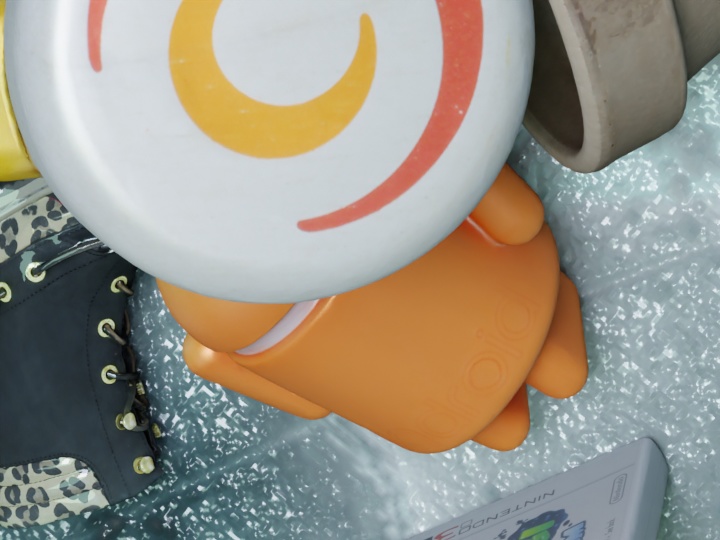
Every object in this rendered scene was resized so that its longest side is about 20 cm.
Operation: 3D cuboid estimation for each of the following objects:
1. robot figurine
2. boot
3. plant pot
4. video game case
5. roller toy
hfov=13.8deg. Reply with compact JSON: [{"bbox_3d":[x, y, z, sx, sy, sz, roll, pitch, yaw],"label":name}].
[{"bbox_3d":[0.001,-0.001,1.211,0.199,0.144,0.117,27,74,-25],"label":"robot figurine"},{"bbox_3d":[-0.106,0.015,1.296,0.203,0.074,0.154,-19,106,11],"label":"boot"},{"bbox_3d":[0.115,-0.162,1.129,0.174,0.200,0.201,-26,96,-5],"label":"plant pot"},{"bbox_3d":[0.034,0.150,1.217,0.181,0.200,0.024,-25,106,19],"label":"video game case"},{"bbox_3d":[-0.039,-0.082,1.071,0.182,0.140,0.200,39,88,-13],"label":"roller toy"}]
